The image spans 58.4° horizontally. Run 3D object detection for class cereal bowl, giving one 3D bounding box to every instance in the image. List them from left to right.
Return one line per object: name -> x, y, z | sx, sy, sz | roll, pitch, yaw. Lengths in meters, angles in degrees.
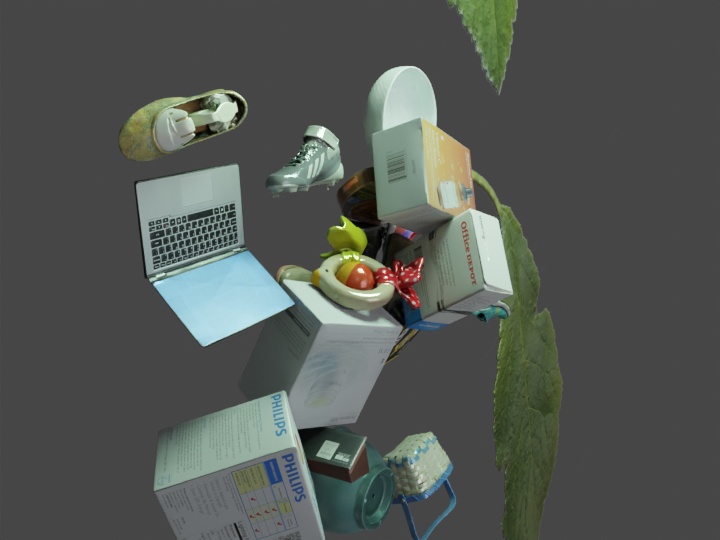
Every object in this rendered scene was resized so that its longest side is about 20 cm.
cereal bowl -> 0.066, -0.286, 1.244 | 0.198, 0.082, 0.207 | -19, 114, -52

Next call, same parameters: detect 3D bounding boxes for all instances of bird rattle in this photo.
bird rattle -> 0.006, 0.017, 1.062 | 0.162, 0.198, 0.114 | -36, 157, -48

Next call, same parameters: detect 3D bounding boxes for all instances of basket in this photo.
basket -> 0.145, 0.497, 1.505 | 0.175, 0.137, 0.205 | -21, 86, -51

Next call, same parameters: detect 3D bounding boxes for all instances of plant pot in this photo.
plant pot -> -0.014, 0.430, 1.277 | 0.198, 0.131, 0.207 | -19, 114, -51

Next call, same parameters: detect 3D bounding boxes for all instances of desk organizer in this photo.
desk organizer -> -0.086, 0.310, 1.074 | 0.072, 0.194, 0.079 | -51, 140, -50

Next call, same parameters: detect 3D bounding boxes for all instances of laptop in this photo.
laptop -> -0.196, -0.031, 0.899 | 0.186, 0.113, 0.206 | -24, 118, -51

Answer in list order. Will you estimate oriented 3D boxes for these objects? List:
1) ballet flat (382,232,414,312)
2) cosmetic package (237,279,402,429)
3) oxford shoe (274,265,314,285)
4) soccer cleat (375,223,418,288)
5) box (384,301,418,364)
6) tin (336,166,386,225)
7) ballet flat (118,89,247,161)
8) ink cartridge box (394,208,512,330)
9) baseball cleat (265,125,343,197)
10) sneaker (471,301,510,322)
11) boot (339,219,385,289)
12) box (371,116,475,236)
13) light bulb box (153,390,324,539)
ballet flat -> 0.062, 0.026, 1.249 | 0.068, 0.065, 0.206 | 68, 37, -78
cosmetic package -> -0.065, 0.142, 1.061 | 0.196, 0.123, 0.204 | 7, 116, -47
oxford shoe -> -0.075, 0.041, 1.132 | 0.199, 0.073, 0.073 | 27, 77, -55
soccer cleat -> 0.072, -0.001, 1.320 | 0.068, 0.071, 0.206 | 62, 39, -80
box -> 0.071, 0.126, 1.296 | 0.158, 0.050, 0.201 | -21, 155, -50
tin -> 0.033, -0.140, 1.220 | 0.198, 0.111, 0.043 | 9, 52, -56
ballet flat -> -0.226, -0.197, 0.853 | 0.199, 0.069, 0.073 | -37, 128, -45
ink cartridge box -> 0.162, 0.005, 1.148 | 0.083, 0.198, 0.150 | 12, 61, -39
baseball cleat -> -0.095, -0.182, 1.062 | 0.199, 0.068, 0.110 | -25, 113, -61
sneaker -> 0.356, 0.105, 1.807 | 0.198, 0.077, 0.081 | 24, 99, -51
boot -> 0.000, 0.000, 1.218 | 0.199, 0.067, 0.180 | 2, 99, -72
box -> 0.118, -0.158, 1.154 | 0.198, 0.104, 0.157 | 12, 70, -55
light bulb box -> -0.171, 0.313, 0.935 | 0.194, 0.126, 0.203 | -15, 121, -6
